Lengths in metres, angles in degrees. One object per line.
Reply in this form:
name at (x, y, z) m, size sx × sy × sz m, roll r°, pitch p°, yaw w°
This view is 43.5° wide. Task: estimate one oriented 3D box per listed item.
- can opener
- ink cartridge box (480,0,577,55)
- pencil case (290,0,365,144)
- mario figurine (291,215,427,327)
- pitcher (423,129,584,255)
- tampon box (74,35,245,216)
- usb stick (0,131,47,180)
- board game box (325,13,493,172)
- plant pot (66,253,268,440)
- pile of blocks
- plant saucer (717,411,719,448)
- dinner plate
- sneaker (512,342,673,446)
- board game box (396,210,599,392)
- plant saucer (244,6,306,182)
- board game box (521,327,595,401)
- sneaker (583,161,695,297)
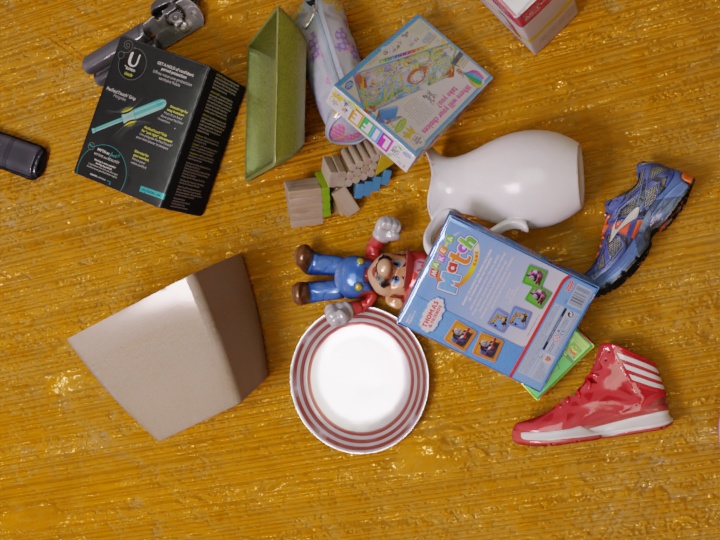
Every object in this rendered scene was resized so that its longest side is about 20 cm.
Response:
can opener at (-0.320, -0.348, 1.336) m, size 0.198 × 0.053 × 0.067 m, roll -26°, pitch 50°, yaw 14°
ink cartridge box at (0.186, -0.361, 1.110) m, size 0.083 × 0.200 × 0.145 m, roll -44°, pitch 78°, yaw 13°
pencil case at (-0.033, -0.267, 1.202) m, size 0.082 × 0.091 × 0.202 m, roll -13°, pitch 67°, yaw -12°
mario figurine at (0.000, 0.000, 1.198) m, size 0.198 × 0.106 × 0.125 m, roll -2°, pitch 112°, yaw 21°
pitcher at (0.177, -0.090, 1.136) m, size 0.198 × 0.121 × 0.173 m, roll -3°, pitch 62°, yaw 20°
tampon box at (-0.278, -0.199, 1.272) m, size 0.149 × 0.126 × 0.202 m, roll 22°, pitch 94°, yaw 16°
usb stick at (-0.574, -0.192, 1.403) m, size 0.198 × 0.033 × 0.056 m, roll 20°, pitch 95°, yaw 16°
board game box at (0.066, -0.230, 1.149) m, size 0.134 × 0.034 × 0.200 m, roll 41°, pitch 55°, yaw 4°
plant pot at (-0.235, 0.109, 1.228) m, size 0.199 × 0.200 × 0.178 m, roll -27°, pitch 93°, yaw 13°
pile of blocks at (-0.019, -0.131, 1.242) m, size 0.199 × 0.082 × 0.062 m, roll -28°, pitch 38°, yaw 4°
plant saucer at (0.530, 0.193, 1.077) m, size 0.198 × 0.051 × 0.203 m, roll 0°, pitch 89°, yaw 15°
dinner plate at (-0.001, 0.149, 1.240) m, size 0.198 × 0.024 × 0.203 m, roll 0°, pitch 89°, yaw 15°
sneaker at (0.284, 0.157, 1.144) m, size 0.198 × 0.078 × 0.117 m, roll -9°, pitch 78°, yaw 3°
board game box at (0.165, 0.038, 1.100) m, size 0.198 × 0.037 × 0.152 m, roll 25°, pitch 107°, yaw -2°
plant saucer at (-0.113, -0.227, 1.216) m, size 0.047 × 0.200 × 0.202 m, roll 1°, pitch 89°, yaw -18°
board game box at (0.197, 0.059, 1.174) m, size 0.102 × 0.048 × 0.200 m, roll -45°, pitch 78°, yaw 11°
sneaker at (0.332, -0.050, 1.135) m, size 0.078 × 0.075 × 0.201 m, roll 38°, pitch 90°, yaw 22°
